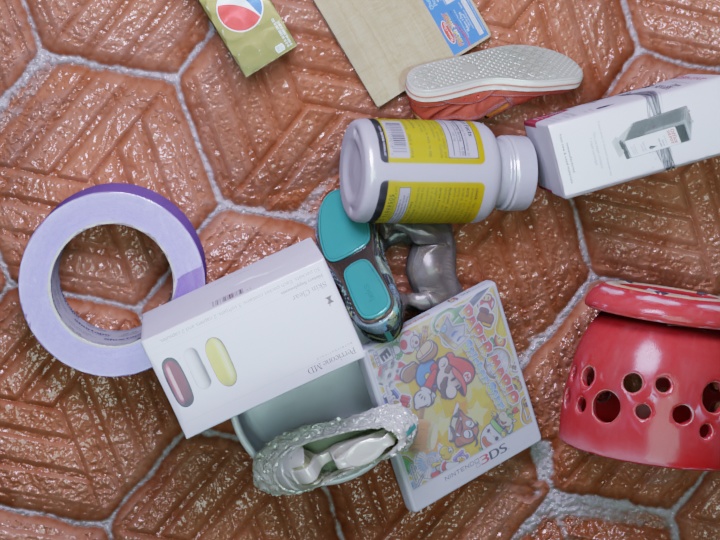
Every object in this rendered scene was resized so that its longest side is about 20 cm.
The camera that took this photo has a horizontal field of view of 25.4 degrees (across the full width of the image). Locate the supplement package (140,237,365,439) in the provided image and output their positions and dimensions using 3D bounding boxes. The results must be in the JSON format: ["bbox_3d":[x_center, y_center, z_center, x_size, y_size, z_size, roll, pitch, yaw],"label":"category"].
[{"bbox_3d":[-0.112,0.066,1.635,0.199,0.156,0.111,-25,101,-2],"label":"supplement package"}]

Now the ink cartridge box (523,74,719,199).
[{"bbox_3d":[0.291,-0.148,1.721,0.199,0.147,0.083,-16,98,-3],"label":"ink cartridge box"}]

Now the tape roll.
[{"bbox_3d":[-0.267,0.009,1.733,0.198,0.085,0.202,-1,99,-5],"label":"tape roll"}]

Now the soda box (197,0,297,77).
[{"bbox_3d":[-0.147,-0.309,1.701,0.067,0.064,0.201,-31,100,1],"label":"soda box"}]

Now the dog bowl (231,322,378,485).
[{"bbox_3d":[-0.048,0.132,1.773,0.198,0.079,0.202,-1,99,-4],"label":"dog bowl"}]

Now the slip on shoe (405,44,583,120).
[{"bbox_3d":[0.146,-0.200,1.748,0.199,0.074,0.061,-11,135,-9],"label":"slip on shoe"}]

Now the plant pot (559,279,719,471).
[{"bbox_3d":[0.327,0.112,1.742,0.199,0.200,0.184,9,95,-6],"label":"plant pot"}]

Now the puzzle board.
[{"bbox_3d":[0.030,-0.303,1.741,0.150,0.017,0.201,-32,101,0],"label":"puzzle board"}]

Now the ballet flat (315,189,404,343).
[{"bbox_3d":[0.000,0.000,1.729,0.074,0.201,0.075,-9,139,-8],"label":"ballet flat"}]

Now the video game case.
[{"bbox_3d":[0.100,0.138,1.757,0.181,0.023,0.201,-26,109,-24],"label":"video game case"}]

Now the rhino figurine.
[{"bbox_3d":[0.075,0.029,1.774,0.087,0.060,0.201,-14,102,-16],"label":"rhino figurine"}]

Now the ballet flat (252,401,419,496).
[{"bbox_3d":[-0.033,0.194,1.693,0.199,0.072,0.072,-24,101,15],"label":"ballet flat"}]

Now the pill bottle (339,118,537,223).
[{"bbox_3d":[0.085,-0.106,1.717,0.199,0.111,0.112,0,99,-17],"label":"pill bottle"}]
